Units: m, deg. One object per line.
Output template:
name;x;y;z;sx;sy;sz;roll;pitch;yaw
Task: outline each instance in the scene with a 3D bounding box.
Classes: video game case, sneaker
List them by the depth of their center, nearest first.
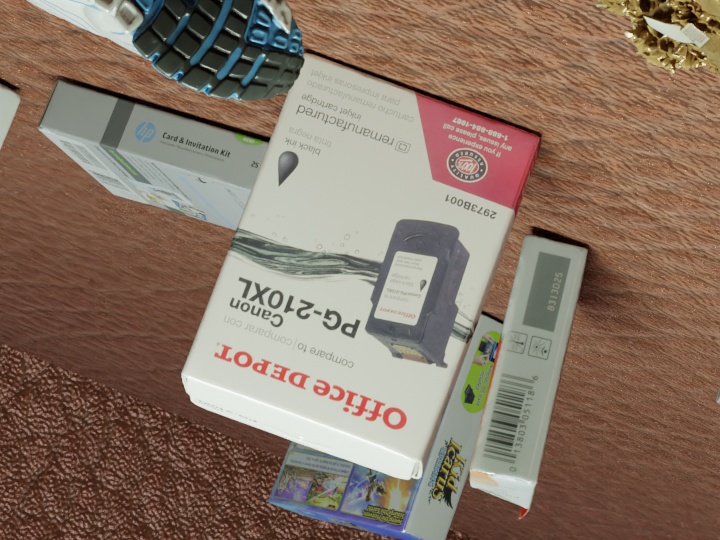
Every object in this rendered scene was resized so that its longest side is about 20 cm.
sneaker;-0.118;-0.148;1.441;0.200;0.075;0.087;28;177;1
video game case;0.024;0.118;2.221;0.045;0.181;0.200;26;169;-32

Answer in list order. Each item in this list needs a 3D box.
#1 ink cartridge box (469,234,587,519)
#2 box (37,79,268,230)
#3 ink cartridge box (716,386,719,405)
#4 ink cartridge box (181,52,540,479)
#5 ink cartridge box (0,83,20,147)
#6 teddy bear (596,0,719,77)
ink cartridge box;0.109;0.074;1.866;0.050;0.162;0.200;13;169;1
box;-0.102;-0.064;1.906;0.200;0.041;0.156;18;170;20
ink cartridge box;0.357;0.112;1.954;0.200;0.037;0.095;11;167;34
ink cartridge box;0.000;0.000;1.577;0.145;0.200;0.084;20;170;3
ink cartridge box;-0.361;-0.130;1.947;0.200;0.085;0.145;27;168;-40
teddy bear;0.161;-0.110;1.101;0.145;0.067;0.200;36;171;-25
